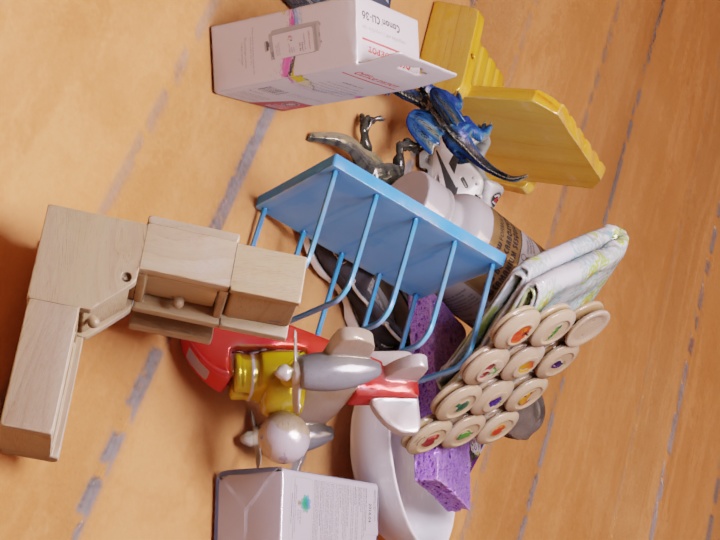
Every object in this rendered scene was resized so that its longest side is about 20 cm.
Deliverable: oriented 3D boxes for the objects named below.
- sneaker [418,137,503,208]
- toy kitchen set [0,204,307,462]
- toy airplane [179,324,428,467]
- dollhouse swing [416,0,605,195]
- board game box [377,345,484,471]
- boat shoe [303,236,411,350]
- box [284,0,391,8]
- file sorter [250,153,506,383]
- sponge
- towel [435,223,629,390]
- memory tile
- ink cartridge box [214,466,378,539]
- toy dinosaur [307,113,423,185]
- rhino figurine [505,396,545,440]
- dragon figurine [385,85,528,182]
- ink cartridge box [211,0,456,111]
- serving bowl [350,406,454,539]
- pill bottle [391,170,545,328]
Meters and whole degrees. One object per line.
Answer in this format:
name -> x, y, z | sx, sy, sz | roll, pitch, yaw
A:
sneaker -> 0.113, -0.064, 1.803 | 0.074, 0.088, 0.201 | 26, 58, -58
toy kitchen set -> -0.163, 0.074, 1.276 | 0.163, 0.199, 0.181 | 117, -18, -66
toy airplane -> -0.041, 0.108, 1.423 | 0.200, 0.199, 0.141 | 51, 47, -44
dollhouse swing -> 0.189, -0.202, 1.886 | 0.200, 0.175, 0.182 | 48, 46, -43
board game box -> 0.082, 0.136, 1.790 | 0.120, 0.032, 0.200 | -51, 127, -45
boat shoe -> 0.000, 0.000, 1.643 | 0.200, 0.060, 0.074 | 65, 35, -28
box -> -0.033, -0.327, 1.658 | 0.200, 0.051, 0.158 | 41, 52, -49
file sorter -> 0.005, 0.008, 1.513 | 0.200, 0.139, 0.123 | 30, 61, -24
sponge -> 0.081, 0.133, 1.659 | 0.112, 0.030, 0.200 | 47, 39, -59
towel -> 0.170, 0.045, 1.591 | 0.048, 0.171, 0.200 | 45, 34, 17
memory tile -> 0.137, 0.102, 1.537 | 0.153, 0.200, 0.017 | -1, 47, -46
ink cartridge box -> -0.048, 0.258, 1.500 | 0.200, 0.076, 0.137 | 19, 69, -55
toy dinosaur -> 0.019, -0.113, 1.715 | 0.200, 0.047, 0.088 | 47, 53, -41
rhino figurine -> 0.136, 0.130, 1.683 | 0.200, 0.060, 0.088 | 15, 63, -61
dragon figurine -> 0.088, -0.157, 1.740 | 0.099, 0.059, 0.200 | 14, 36, -55
ink cartridge box -> -0.023, -0.200, 1.506 | 0.116, 0.200, 0.068 | 8, 78, -59
serving bowl -> 0.035, 0.187, 1.649 | 0.200, 0.066, 0.201 | -9, 90, -70
pill bottle -> 0.110, -0.014, 1.708 | 0.200, 0.114, 0.115 | 35, 53, -29
